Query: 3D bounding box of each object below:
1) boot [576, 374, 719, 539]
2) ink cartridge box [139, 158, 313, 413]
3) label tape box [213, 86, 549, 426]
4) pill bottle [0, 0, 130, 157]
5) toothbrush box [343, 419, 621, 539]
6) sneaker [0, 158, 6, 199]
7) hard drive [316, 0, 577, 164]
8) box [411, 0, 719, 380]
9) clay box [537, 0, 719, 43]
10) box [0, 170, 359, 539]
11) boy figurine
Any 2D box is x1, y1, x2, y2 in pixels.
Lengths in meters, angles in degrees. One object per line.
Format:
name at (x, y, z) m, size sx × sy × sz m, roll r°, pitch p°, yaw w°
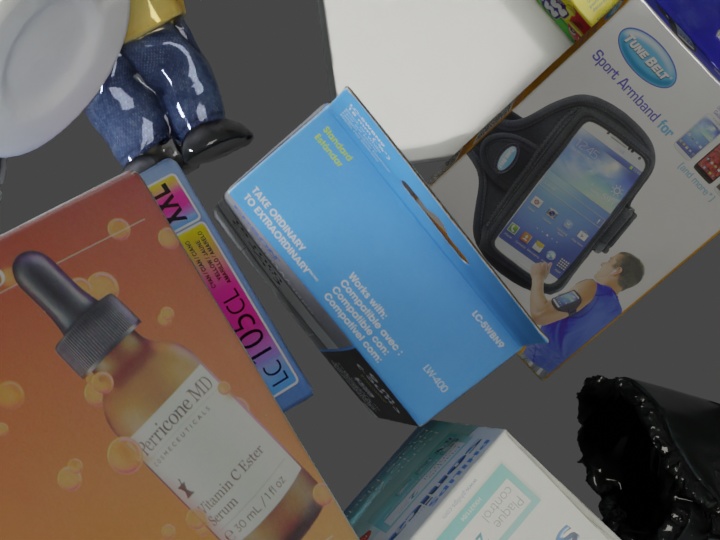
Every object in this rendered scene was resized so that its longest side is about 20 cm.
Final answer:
boot at (0.178, 0.083, 0.845) m, size 0.161 × 0.199 × 0.074 m, roll 14°, pitch 122°, yaw -24°
ink cartridge box at (-0.143, 0.055, 0.799) m, size 0.199 × 0.076 × 0.137 m, roll -31°, pitch 87°, yaw -27°
label tape box at (0.000, 0.000, 0.827) m, size 0.063 × 0.200 × 0.144 m, roll -39°, pitch 93°, yaw -8°
pill bottle at (-0.217, -0.151, 0.820) m, size 0.199 × 0.114 × 0.114 m, roll 34°, pitch 82°, yaw 19°
toothbrush box at (0.030, 0.154, 0.824) m, size 0.085 × 0.200 × 0.147 m, roll 43°, pitch 83°, yaw -5°
sneaker at (-0.227, -0.017, 0.850) m, size 0.077 × 0.091 × 0.201 m, roll 16°, pitch 84°, yaw -7°
hard drive at (0.079, -0.131, 0.934) m, size 0.198 × 0.026 × 0.133 m, roll -8°, pitch 88°, yaw -9°
box at (0.126, -0.050, 0.883) m, size 0.119 × 0.042 × 0.200 m, roll 45°, pitch 113°, yaw -5°
clay box at (0.136, -0.185, 0.909) m, size 0.115 × 0.048 × 0.200 m, roll -41°, pitch 93°, yaw -7°
box at (-0.114, 0.090, 0.696) m, size 0.152 × 0.106 × 0.201 m, roll -30°, pitch 86°, yaw -28°
boy figurine at (-0.134, -0.140, 0.884) m, size 0.124 × 0.064 × 0.201 m, roll -27°, pitch 88°, yaw 17°
